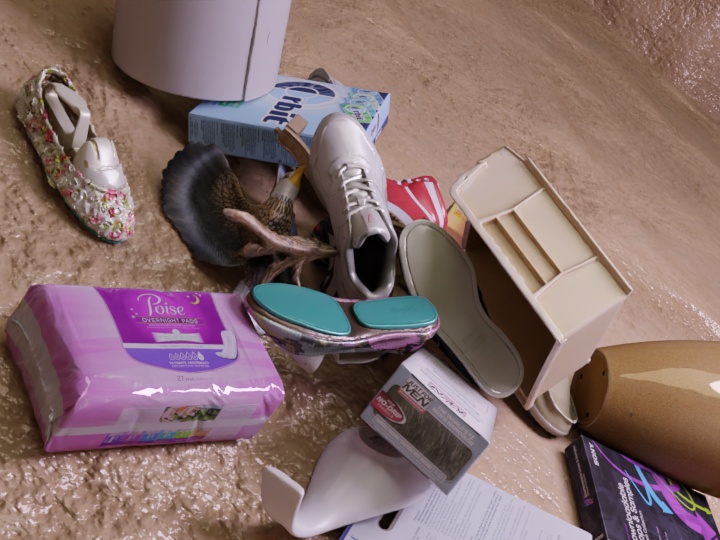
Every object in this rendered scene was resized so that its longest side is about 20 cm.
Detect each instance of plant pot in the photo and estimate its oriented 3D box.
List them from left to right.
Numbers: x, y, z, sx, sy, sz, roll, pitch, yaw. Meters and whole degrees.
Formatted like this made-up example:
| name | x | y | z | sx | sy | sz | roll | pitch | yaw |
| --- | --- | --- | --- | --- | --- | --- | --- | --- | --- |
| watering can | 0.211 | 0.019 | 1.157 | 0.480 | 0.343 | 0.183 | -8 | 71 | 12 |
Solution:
| name | x | y | z | sx | sy | sz | roll | pitch | yaw |
| --- | --- | --- | --- | --- | --- | --- | --- | --- | --- |
| plant pot | 0.357 | 0.157 | 1.152 | 0.197 | 0.188 | 0.188 | 14 | 36 | -13 |

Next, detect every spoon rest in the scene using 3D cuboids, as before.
| name | x | y | z | sx | sy | sz | roll | pitch | yaw |
| --- | --- | --- | --- | --- | --- | --- | --- | --- | --- |
| spoon rest | -0.014 | 0.178 | 0.821 | 0.099 | 0.061 | 0.199 | 29 | 18 | 30 |

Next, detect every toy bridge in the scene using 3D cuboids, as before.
| name | x | y | z | sx | sy | sz | roll | pitch | yaw |
| --- | --- | --- | --- | --- | --- | --- | --- | --- | --- |
| toy bridge | -0.013 | -0.086 | 1.026 | 0.199 | 0.027 | 0.067 | 38 | 36 | -4 |

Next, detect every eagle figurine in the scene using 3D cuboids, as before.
| name | x | y | z | sx | sy | sz | roll | pitch | yaw |
| --- | --- | --- | --- | --- | --- | --- | --- | --- | --- |
| eagle figurine | -0.103 | -0.048 | 0.983 | 0.200 | 0.150 | 0.153 | 32 | -31 | 56 |

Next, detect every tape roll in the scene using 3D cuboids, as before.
| name | x | y | z | sx | sy | sz | roll | pitch | yaw |
| --- | --- | --- | --- | --- | --- | --- | --- | --- | --- |
| tape roll | -0.182 | -0.302 | 1.125 | 0.200 | 0.141 | 0.204 | 11 | 30 | -6 |

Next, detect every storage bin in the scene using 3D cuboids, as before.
| name | x | y | z | sx | sy | sz | roll | pitch | yaw |
| --- | --- | --- | --- | --- | --- | --- | --- | --- | --- |
| storage bin | 0.165 | 0.009 | 1.004 | 0.093 | 0.201 | 0.200 | -29 | 68 | -12 |

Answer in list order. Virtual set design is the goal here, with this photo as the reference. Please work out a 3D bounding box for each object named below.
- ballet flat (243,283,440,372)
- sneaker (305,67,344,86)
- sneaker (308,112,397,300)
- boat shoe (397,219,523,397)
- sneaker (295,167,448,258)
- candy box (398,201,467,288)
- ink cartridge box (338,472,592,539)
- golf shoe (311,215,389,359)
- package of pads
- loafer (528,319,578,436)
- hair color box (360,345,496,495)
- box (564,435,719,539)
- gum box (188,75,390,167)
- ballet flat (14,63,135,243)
| name | x | y | z | sx | sy | sz | roll | pitch | yaw |
| --- | --- | --- | --- | --- | --- | --- | --- | --- | --- |
| ballet flat | -0.019 | 0.057 | 0.882 | 0.198 | 0.072 | 0.069 | 4 | 38 | -31 |
| sneaker | -0.017 | -0.179 | 1.272 | 0.080 | 0.076 | 0.202 | 32 | 31 | -47 |
| sneaker | 0.003 | -0.058 | 0.945 | 0.077 | 0.099 | 0.203 | -15 | 93 | -10 |
| boat shoe | 0.091 | 0.038 | 0.979 | 0.200 | 0.074 | 0.066 | 52 | -14 | -14 |
| sneaker | 0.017 | -0.097 | 1.166 | 0.200 | 0.072 | 0.112 | 43 | 41 | 22 |
| candy box | 0.131 | -0.008 | 1.217 | 0.116 | 0.057 | 0.200 | 40 | 30 | -1 |
| ink cartridge box | 0.087 | 0.251 | 0.831 | 0.198 | 0.044 | 0.196 | 23 | 29 | 13 |
| golf shoe | 0.000 | 0.000 | 1.039 | 0.076 | 0.088 | 0.202 | 16 | 39 | -35 |
| package of pads | -0.169 | 0.074 | 0.771 | 0.198 | 0.076 | 0.121 | 4 | 45 | -44 |
| loafer | 0.212 | 0.088 | 1.118 | 0.075 | 0.068 | 0.203 | 2 | 68 | -58 |
| hair color box | 0.069 | 0.130 | 0.894 | 0.099 | 0.061 | 0.200 | 41 | 6 | 7 |
| box | 0.320 | 0.278 | 1.071 | 0.198 | 0.036 | 0.144 | 25 | 34 | -20 |
| gum box | -0.079 | -0.177 | 1.138 | 0.197 | 0.045 | 0.170 | 12 | 30 | 9 |
| ballet flat | -0.269 | -0.117 | 0.923 | 0.075 | 0.064 | 0.201 | -11 | 57 | -53 |
